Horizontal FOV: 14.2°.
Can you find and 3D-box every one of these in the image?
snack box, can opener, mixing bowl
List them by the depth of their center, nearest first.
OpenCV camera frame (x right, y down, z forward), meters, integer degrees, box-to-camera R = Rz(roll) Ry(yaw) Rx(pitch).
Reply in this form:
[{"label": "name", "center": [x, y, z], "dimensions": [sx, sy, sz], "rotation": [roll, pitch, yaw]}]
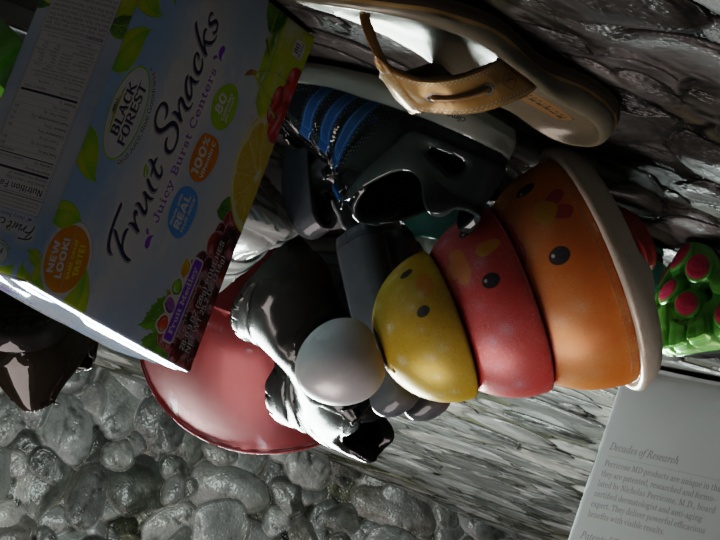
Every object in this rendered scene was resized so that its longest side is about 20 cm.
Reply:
[{"label": "snack box", "center": [-0.119, -0.067, 1.522], "dimensions": [0.067, 0.201, 0.169], "rotation": [14, 169, 31]}, {"label": "can opener", "center": [0.000, 0.000, 1.719], "dimensions": [0.053, 0.201, 0.067], "rotation": [9, 149, -43]}, {"label": "mixing bowl", "center": [-0.066, 0.012, 1.970], "dimensions": [0.199, 0.201, 0.109], "rotation": [17, 156, 17]}]

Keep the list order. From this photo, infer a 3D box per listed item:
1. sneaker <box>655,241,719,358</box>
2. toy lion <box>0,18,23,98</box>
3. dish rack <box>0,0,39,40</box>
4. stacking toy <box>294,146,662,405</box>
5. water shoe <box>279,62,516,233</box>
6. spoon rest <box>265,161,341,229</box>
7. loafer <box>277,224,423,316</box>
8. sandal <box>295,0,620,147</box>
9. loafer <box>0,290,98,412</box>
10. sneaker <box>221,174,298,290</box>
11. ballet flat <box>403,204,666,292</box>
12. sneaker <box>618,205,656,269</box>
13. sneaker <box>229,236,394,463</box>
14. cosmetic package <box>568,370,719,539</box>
[{"label": "sneaker", "center": [0.239, 0.030, 1.714], "dimensions": [0.084, 0.077, 0.200], "rotation": [29, 169, -27]}, {"label": "toy lion", "center": [-0.202, -0.087, 1.643], "dimensions": [0.200, 0.069, 0.192], "rotation": [23, 145, 44]}, {"label": "dish rack", "center": [-0.171, -0.133, 1.748], "dimensions": [0.199, 0.044, 0.172], "rotation": [21, 172, -5]}, {"label": "stacking toy", "center": [0.059, 0.029, 1.625], "dimensions": [0.199, 0.147, 0.146], "rotation": [-22, 175, -8]}, {"label": "water shoe", "center": [-0.002, -0.069, 1.642], "dimensions": [0.071, 0.079, 0.199], "rotation": [29, 168, -41]}, {"label": "spoon rest", "center": [-0.077, -0.049, 1.913], "dimensions": [0.199, 0.100, 0.061], "rotation": [3, 164, 26]}, {"label": "loafer", "center": [0.038, 0.001, 1.897], "dimensions": [0.199, 0.063, 0.072], "rotation": [10, 145, -13]}, {"label": "sandal", "center": [0.049, -0.096, 1.449], "dimensions": [0.199, 0.054, 0.080], "rotation": [27, 169, -36]}, {"label": "loafer", "center": [-0.186, 0.025, 1.730], "dimensions": [0.073, 0.072, 0.200], "rotation": [4, -158, 11]}, {"label": "sneaker", "center": [-0.095, -0.018, 1.768], "dimensions": [0.078, 0.099, 0.200], "rotation": [47, -176, 10]}, {"label": "ballet flat", "center": [0.093, -0.006, 1.829], "dimensions": [0.199, 0.071, 0.067], "rotation": [17, 173, 20]}, {"label": "sneaker", "center": [0.081, 0.030, 1.747], "dimensions": [0.199, 0.116, 0.079], "rotation": [-23, 110, 37]}, {"label": "sneaker", "center": [-0.020, 0.052, 1.828], "dimensions": [0.091, 0.076, 0.200], "rotation": [34, 162, 29]}, {"label": "cosmetic package", "center": [0.280, 0.201, 2.231], "dimensions": [0.164, 0.201, 0.165], "rotation": [27, 168, -39]}]
